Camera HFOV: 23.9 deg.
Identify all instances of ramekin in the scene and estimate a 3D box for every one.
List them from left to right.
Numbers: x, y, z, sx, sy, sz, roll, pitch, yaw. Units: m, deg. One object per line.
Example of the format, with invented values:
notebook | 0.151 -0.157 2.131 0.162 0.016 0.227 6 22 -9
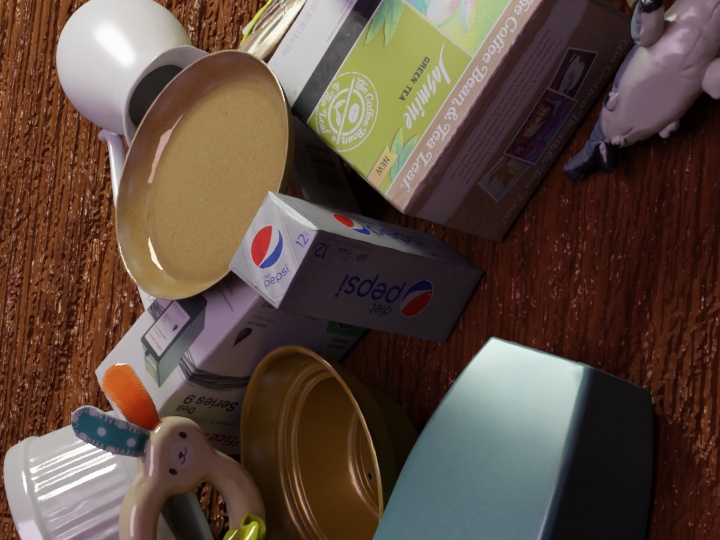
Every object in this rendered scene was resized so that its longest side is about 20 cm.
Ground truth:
ramekin | -0.195 0.210 1.391 0.105 0.200 0.200 -27 61 3

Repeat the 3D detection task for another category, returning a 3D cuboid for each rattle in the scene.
rattle | -0.118 0.164 1.257 0.143 0.130 0.200 10 120 66

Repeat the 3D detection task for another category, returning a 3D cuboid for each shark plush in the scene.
shark plush | 0.216 -0.130 1.211 0.091 0.083 0.200 22 129 1

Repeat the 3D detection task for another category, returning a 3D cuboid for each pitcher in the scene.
pitcher | -0.205 -0.149 1.510 0.200 0.121 0.172 45 117 54

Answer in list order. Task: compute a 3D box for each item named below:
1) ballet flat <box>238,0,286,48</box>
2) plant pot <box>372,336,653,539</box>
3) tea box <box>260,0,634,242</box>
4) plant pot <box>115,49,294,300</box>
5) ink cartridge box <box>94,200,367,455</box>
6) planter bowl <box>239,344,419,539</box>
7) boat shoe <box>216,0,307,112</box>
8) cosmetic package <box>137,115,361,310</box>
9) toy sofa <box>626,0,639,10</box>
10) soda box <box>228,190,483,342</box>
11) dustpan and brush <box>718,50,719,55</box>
ballet flat | -0.088 -0.176 1.473 0.200 0.067 0.067 -62 33 13
plant pot | 0.116 0.158 1.180 0.141 0.141 0.200 17 87 41
tea box | 0.066 -0.163 1.290 0.197 0.134 0.200 43 108 35
plant pot | -0.116 -0.071 1.308 0.200 0.027 0.200 -19 62 39
ink cartridge box | -0.094 0.053 1.371 0.200 0.146 0.084 -49 55 22
planter bowl | -0.008 0.151 1.300 0.200 0.083 0.201 15 109 54
boat shoe | -0.057 -0.192 1.399 0.200 0.071 0.064 -46 39 -20
cosmetic package | -0.103 -0.035 1.446 0.200 0.071 0.102 -38 59 28
toy sofa | 0.149 -0.253 1.199 0.098 0.200 0.083 -36 60 21
soda box | 0.000 0.000 1.266 0.063 0.200 0.068 38 107 38
dustpan and brush | 0.319 -0.132 1.120 0.140 0.057 0.200 -38 58 28
